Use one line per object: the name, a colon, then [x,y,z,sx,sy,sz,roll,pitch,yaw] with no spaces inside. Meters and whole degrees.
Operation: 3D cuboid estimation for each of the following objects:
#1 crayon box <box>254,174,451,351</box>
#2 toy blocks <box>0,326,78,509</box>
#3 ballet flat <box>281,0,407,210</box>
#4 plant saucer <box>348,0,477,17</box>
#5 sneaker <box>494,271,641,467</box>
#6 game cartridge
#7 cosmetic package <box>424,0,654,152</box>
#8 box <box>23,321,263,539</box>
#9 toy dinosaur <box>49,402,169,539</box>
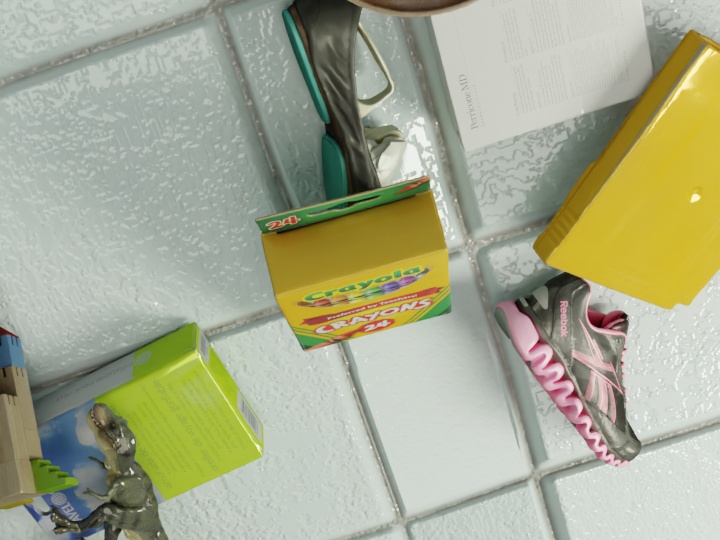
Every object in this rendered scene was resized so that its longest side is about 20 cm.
crayon box: [0.000,0.000,0.892,0.126,0.051,0.200,-15,162,1]
toy blocks: [-0.332,0.125,0.948,0.198,0.100,0.138,-17,77,6]
ballet flat: [-0.003,-0.108,0.896,0.068,0.068,0.202,-17,120,-8]
plant saucer: [0.039,-0.261,0.761,0.198,0.037,0.202,-10,123,-16]
sneaker: [0.197,0.081,1.026,0.095,0.079,0.201,-38,118,0]
game cartridge: [0.250,-0.068,0.943,0.175,0.033,0.201,18,118,-36]
cosmetic package: [0.117,-0.202,0.867,0.149,0.052,0.202,-18,120,0]
box: [-0.194,0.140,1.014,0.198,0.048,0.123,-26,118,8]
toy dinosaur: [-0.198,0.202,0.997,0.087,0.048,0.201,-21,125,-3]
